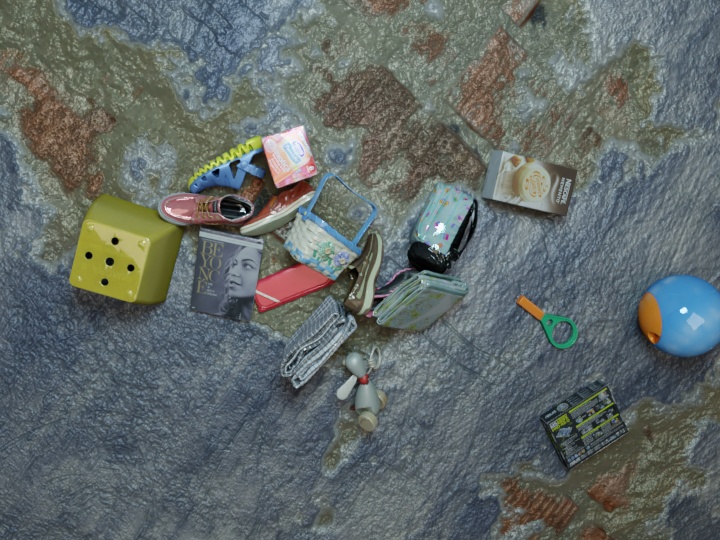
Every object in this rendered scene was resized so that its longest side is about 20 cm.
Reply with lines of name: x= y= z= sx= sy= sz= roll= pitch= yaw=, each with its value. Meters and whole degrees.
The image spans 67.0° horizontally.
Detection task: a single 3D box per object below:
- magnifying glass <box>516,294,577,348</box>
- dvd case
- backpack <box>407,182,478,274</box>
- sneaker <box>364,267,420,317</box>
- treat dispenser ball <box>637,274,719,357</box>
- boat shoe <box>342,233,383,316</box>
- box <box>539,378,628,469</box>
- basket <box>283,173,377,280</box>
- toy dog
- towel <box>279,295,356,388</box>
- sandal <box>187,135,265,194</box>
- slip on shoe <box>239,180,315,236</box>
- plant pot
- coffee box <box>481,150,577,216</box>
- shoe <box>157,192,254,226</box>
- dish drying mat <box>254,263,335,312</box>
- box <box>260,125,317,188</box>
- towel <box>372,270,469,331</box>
magnifying glass: x=0.485 y=0.130 z=1.417 sx=0.198 sy=0.022 sz=0.080 roll=36 pitch=93 yaw=-14
dvd case: x=-0.310 y=0.011 z=1.256 sx=0.145 sy=0.016 sz=0.205 roll=11 pitch=108 yaw=-7
backpack: x=0.188 y=-0.099 z=1.261 sx=0.125 sy=0.167 sz=0.203 roll=28 pitch=80 yaw=-4
sneaker: x=0.076 y=0.060 z=1.305 sx=0.196 sy=0.095 sz=0.080 roll=-27 pitch=101 yaw=-4
treat dispenser ball: x=0.807 y=0.113 z=1.367 sx=0.195 sy=0.201 sz=0.207 roll=-1 pitch=100 yaw=-8
boat shoe: x=0.002 y=-0.002 z=1.256 sx=0.073 sy=0.075 sz=0.207 roll=19 pitch=61 yaw=-17
box: x=0.605 y=0.416 z=1.471 sx=0.197 sy=0.044 sz=0.163 roll=-31 pitch=102 yaw=-2
basket: x=-0.063 y=-0.094 z=1.223 sx=0.175 sy=0.138 sz=0.203 roll=29 pitch=90 yaw=-41
toy dog: x=-0.006 y=0.290 z=1.336 sx=0.094 sy=0.131 sz=0.206 roll=-5 pitch=98 yaw=32
towel: x=-0.102 y=0.157 z=1.261 sx=0.086 sy=0.166 sz=0.200 roll=44 pitch=91 yaw=-7
sandal: x=-0.291 y=-0.217 z=1.210 sx=0.196 sy=0.080 sz=0.088 roll=-27 pitch=107 yaw=3
slip on shoe: x=-0.192 y=-0.140 z=1.249 sx=0.197 sy=0.074 sz=0.062 roll=-32 pitch=81 yaw=-1
plant pot: x=-0.507 y=-0.034 z=1.160 sx=0.195 sy=0.176 sz=0.205 roll=17 pitch=97 yaw=-11
coffee box: x=0.406 y=-0.210 z=1.313 sx=0.195 sy=0.080 sz=0.118 roll=10 pitch=99 yaw=-10
shoe: x=-0.332 y=-0.137 z=1.180 sx=0.196 sy=0.090 sz=0.074 roll=3 pitch=82 yaw=-29
dish drying mat: x=-0.163 y=0.031 z=1.303 sx=0.196 sy=0.018 sz=0.079 roll=-22 pitch=101 yaw=-4
box: x=-0.152 y=-0.241 z=1.164 sx=0.092 sy=0.200 sz=0.105 roll=-17 pitch=102 yaw=-4
towel: x=0.142 y=0.073 z=1.267 sx=0.197 sy=0.049 sz=0.171 roll=13 pitch=133 yaw=-46
